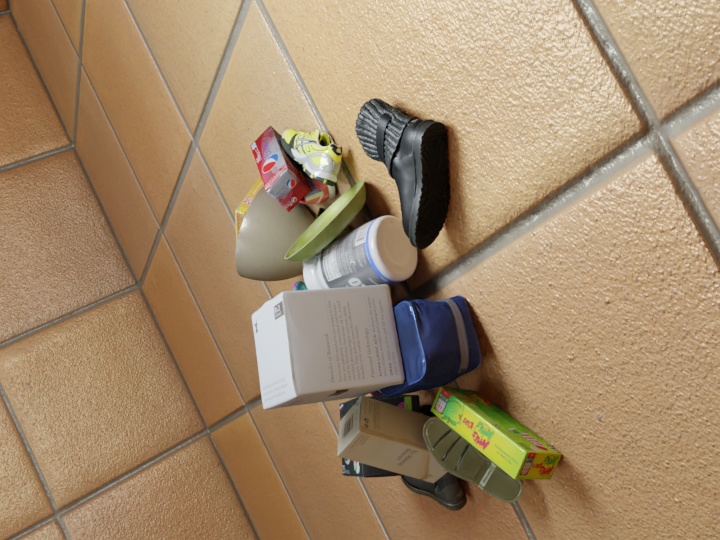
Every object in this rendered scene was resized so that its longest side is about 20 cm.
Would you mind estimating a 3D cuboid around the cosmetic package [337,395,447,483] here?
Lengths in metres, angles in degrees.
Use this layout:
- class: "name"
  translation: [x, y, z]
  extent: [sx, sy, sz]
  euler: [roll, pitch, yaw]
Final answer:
- class: "cosmetic package"
  translation: [0.067, 0.300, 1.386]
  extent: [0.104, 0.196, 0.074]
  euler: [125, 158, -44]

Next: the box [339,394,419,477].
- class: "box"
  translation: [0.036, 0.329, 1.552]
  extent: [0.200, 0.121, 0.152]
  euler: [132, 137, -72]

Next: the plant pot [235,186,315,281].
- class: "plant pot"
  translation: [-0.158, -0.062, 1.635]
  extent: [0.132, 0.202, 0.203]
  euler: [19, 137, 12]

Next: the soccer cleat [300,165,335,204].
- class: "soccer cleat"
  translation: [-0.127, -0.173, 1.579]
  extent: [0.199, 0.072, 0.070]
  euler: [24, 132, 53]

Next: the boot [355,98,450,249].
- class: "boot"
  translation: [0.064, -0.155, 1.240]
  extent: [0.156, 0.078, 0.216]
  euler: [25, 123, 42]

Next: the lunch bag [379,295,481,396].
- class: "lunch bag"
  translation: [0.109, 0.131, 1.331]
  extent: [0.200, 0.130, 0.139]
  euler: [-37, 60, 59]

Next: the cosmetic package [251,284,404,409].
- class: "cosmetic package"
  translation: [-0.058, 0.127, 1.301]
  extent: [0.164, 0.196, 0.169]
  euler: [-33, 64, 60]

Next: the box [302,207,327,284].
- class: "box"
  translation: [-0.087, 0.002, 1.589]
  extent: [0.021, 0.165, 0.203]
  euler: [6, 131, 7]

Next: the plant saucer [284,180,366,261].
- class: "plant saucer"
  translation: [-0.056, -0.082, 1.412]
  extent: [0.031, 0.201, 0.199]
  euler: [45, 155, -10]

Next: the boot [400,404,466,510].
- class: "boot"
  translation: [0.134, 0.354, 1.536]
  extent: [0.179, 0.072, 0.204]
  euler: [13, 130, 42]

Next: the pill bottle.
- class: "pill bottle"
  translation: [-0.005, -0.014, 1.382]
  extent: [0.198, 0.113, 0.116]
  euler: [-21, 94, 43]

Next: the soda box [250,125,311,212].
- class: "soda box"
  translation: [-0.158, -0.201, 1.529]
  extent: [0.070, 0.063, 0.201]
  euler: [41, -165, -34]

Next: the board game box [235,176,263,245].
- class: "board game box"
  translation: [-0.210, -0.149, 1.656]
  extent: [0.029, 0.202, 0.097]
  euler: [16, 137, 9]

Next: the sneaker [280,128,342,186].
- class: "sneaker"
  translation: [-0.086, -0.231, 1.485]
  extent: [0.200, 0.074, 0.077]
  euler: [45, 112, 46]

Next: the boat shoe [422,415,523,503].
- class: "boat shoe"
  translation: [0.189, 0.315, 1.336]
  extent: [0.199, 0.075, 0.068]
  euler: [39, -165, 1]

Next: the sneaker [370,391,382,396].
- class: "sneaker"
  translation: [0.046, 0.184, 1.555]
  extent: [0.090, 0.074, 0.204]
  euler: [32, 139, 48]

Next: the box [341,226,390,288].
- class: "box"
  translation: [0.000, 0.000, 1.521]
  extent: [0.200, 0.048, 0.119]
  euler: [44, 146, 40]

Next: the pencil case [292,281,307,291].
- class: "pencil case"
  translation: [-0.051, 0.104, 1.467]
  extent: [0.197, 0.092, 0.086]
  euler: [29, 111, 7]

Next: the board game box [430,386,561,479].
- class: "board game box"
  translation: [0.216, 0.261, 1.270]
  extent: [0.199, 0.100, 0.048]
  euler: [34, 104, 46]
